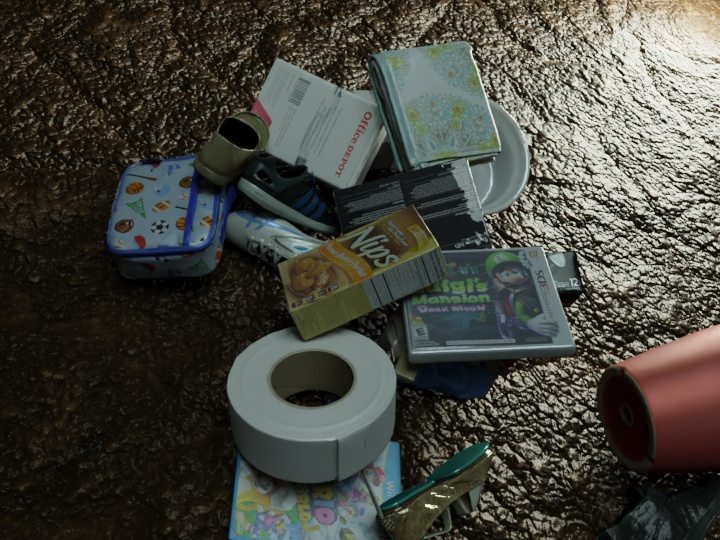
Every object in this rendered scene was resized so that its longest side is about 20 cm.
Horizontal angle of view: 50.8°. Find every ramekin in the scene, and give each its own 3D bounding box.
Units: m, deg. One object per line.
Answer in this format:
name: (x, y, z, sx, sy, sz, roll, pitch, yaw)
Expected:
ramekin: (0.164, -0.176, 1.231, 0.200, 0.098, 0.201, 4, 78, -19)

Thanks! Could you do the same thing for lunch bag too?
lunch bag: (-0.257, -0.081, 1.049, 0.160, 0.076, 0.200, -4, 50, 3)

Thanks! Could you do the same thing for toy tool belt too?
toy tool belt: (0.127, 0.120, 0.988, 0.199, 0.125, 0.123, 12, 28, -15)

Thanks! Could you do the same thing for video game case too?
video game case: (0.152, 0.039, 0.962, 0.199, 0.023, 0.182, -3, 43, -1)
video game case: (-0.049, 0.259, 0.894, 0.199, 0.018, 0.143, 9, 48, -11)

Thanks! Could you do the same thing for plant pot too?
plant pot: (0.429, 0.180, 1.008, 0.177, 0.201, 0.201, -9, 53, -11)

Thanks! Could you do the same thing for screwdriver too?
screwdriver: (-0.004, 0.213, 0.905, 0.029, 0.028, 0.200, -25, 40, -10)

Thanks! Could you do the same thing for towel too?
towel: (0.114, -0.245, 1.151, 0.171, 0.048, 0.201, -14, 84, -24)

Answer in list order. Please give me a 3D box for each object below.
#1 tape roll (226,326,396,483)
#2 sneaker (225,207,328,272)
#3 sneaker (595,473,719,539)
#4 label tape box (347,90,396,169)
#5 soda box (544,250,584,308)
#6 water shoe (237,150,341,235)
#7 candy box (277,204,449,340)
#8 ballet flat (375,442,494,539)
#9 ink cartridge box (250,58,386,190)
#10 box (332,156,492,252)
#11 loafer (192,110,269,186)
tape roll: (-0.056, 0.153, 0.904, 0.202, 0.071, 0.203, 1, 34, -1)
sneaker: (-0.114, -0.029, 1.080, 0.199, 0.072, 0.073, 21, 42, 2)
sneaker: (0.388, 0.304, 0.967, 0.104, 0.060, 0.200, 41, 55, 12)
label tape box: (0.082, -0.249, 1.333, 0.199, 0.063, 0.144, -5, 54, -21)
soda box: (0.202, 0.020, 1.059, 0.199, 0.071, 0.064, -5, 68, -4)
water shoe: (-0.083, -0.110, 1.101, 0.200, 0.079, 0.071, 19, 12, -46)
candy box: (0.000, 0.000, 0.969, 0.200, 0.055, 0.116, -24, 35, 0)
ballet flat: (0.099, 0.272, 0.902, 0.200, 0.070, 0.065, -20, 83, -39)
ink cartridge box: (-0.069, -0.222, 1.204, 0.200, 0.085, 0.146, 27, 90, 7)
box: (0.075, -0.063, 1.090, 0.199, 0.079, 0.142, -14, 68, 4)
loafer: (-0.169, -0.184, 1.077, 0.076, 0.067, 0.200, 36, 31, -11)
